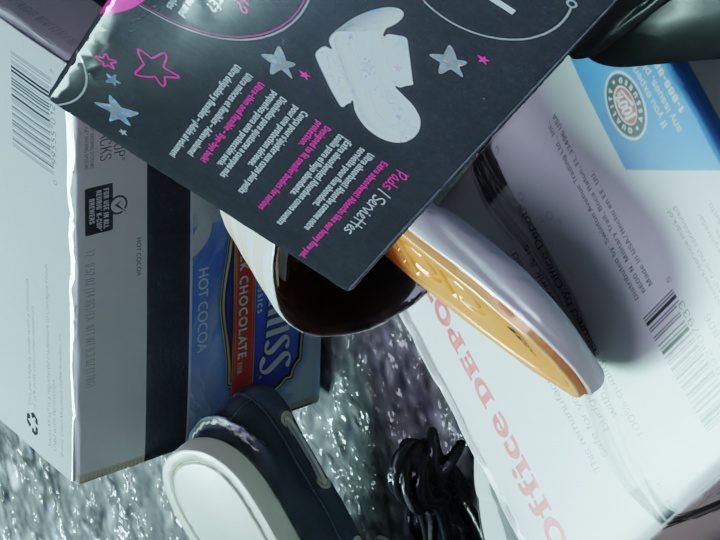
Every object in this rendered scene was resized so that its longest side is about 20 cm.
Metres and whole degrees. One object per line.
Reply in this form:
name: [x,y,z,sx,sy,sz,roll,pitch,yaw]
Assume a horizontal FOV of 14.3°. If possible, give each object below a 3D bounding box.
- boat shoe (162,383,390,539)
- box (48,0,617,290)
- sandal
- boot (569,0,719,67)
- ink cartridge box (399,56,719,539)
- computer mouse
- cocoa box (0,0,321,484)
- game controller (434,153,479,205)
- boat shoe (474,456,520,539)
boat shoe: [-0.015,0.141,1.237,0.075,0.062,0.201,-14,113,48]
box: [0.015,-0.108,0.824,0.114,0.133,0.200,34,145,-7]
sandal: [-0.003,-0.004,0.973,0.206,0.059,0.079,38,169,43]
boot: [0.162,-0.042,0.819,0.200,0.066,0.165,36,164,-9]
ink cartridge box: [0.107,0.005,0.968,0.145,0.084,0.200,63,147,17]
computer mouse: [0.059,0.163,1.128,0.110,0.044,0.201,90,155,-75]
cocoa box: [-0.101,-0.037,1.229,0.133,0.131,0.201,34,131,45]
game controller: [0.015,-0.086,1.126,0.104,0.042,0.201,-2,104,43]
boat shoe: [0.074,0.130,1.056,0.064,0.070,0.201,128,139,-52]
